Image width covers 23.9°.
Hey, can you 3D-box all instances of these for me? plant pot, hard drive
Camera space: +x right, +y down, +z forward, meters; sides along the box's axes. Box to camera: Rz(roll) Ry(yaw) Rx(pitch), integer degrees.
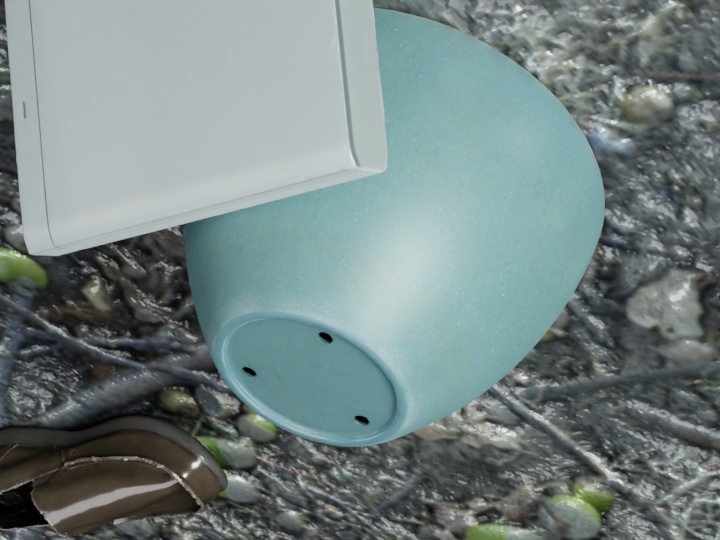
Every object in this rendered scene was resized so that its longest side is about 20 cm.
[{"bbox_3d":[0.000,0.000,0.783,0.199,0.135,0.201,15,142,12],"label":"plant pot"},{"bbox_3d":[-0.078,-0.088,0.739,0.199,0.133,0.027,-12,170,38],"label":"hard drive"}]

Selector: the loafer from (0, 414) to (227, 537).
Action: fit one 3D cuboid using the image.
[{"bbox_3d":[-0.172,0.145,1.101,0.199,0.071,0.073,-8,132,35],"label":"loafer"}]
